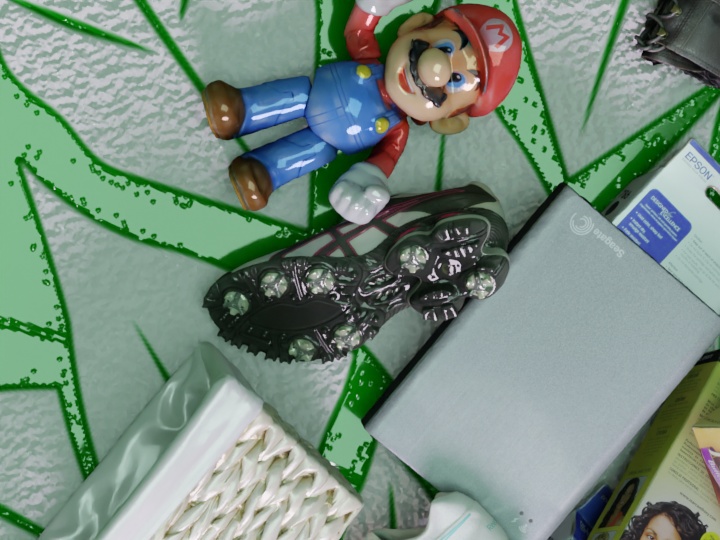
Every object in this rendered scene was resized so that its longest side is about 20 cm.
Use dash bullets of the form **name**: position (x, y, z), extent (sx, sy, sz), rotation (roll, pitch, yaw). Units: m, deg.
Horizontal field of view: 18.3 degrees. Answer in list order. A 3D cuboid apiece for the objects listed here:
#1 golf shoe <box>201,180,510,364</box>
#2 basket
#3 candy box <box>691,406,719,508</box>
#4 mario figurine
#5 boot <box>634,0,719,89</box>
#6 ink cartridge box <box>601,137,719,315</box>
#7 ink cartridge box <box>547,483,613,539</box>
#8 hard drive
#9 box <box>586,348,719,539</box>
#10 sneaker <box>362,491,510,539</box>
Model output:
- **golf shoe**: position (0.000, 0.000, 1.413), extent (0.199, 0.088, 0.077), rotation (-14, 120, 14)
- **basket**: position (-0.106, 0.164, 1.377), extent (0.123, 0.136, 0.200), rotation (39, 89, -14)
- **candy box**: position (0.311, 0.108, 1.441), extent (0.200, 0.056, 0.117), rotation (-28, 103, -35)
- **mario figurine**: position (0.005, -0.111, 1.378), extent (0.199, 0.106, 0.124), rotation (-22, 129, 0)
- **boot**: position (0.224, -0.211, 1.427), extent (0.200, 0.069, 0.175), rotation (31, 90, -14)
- **ink cartridge box**: position (0.176, 0.017, 1.459), extent (0.200, 0.039, 0.099), rotation (-45, 101, -1)
- **ink cartridge box**: position (0.122, 0.243, 1.467), extent (0.200, 0.039, 0.099), rotation (-44, 101, -4)
- **hard drive**: position (0.116, 0.064, 1.418), extent (0.139, 0.033, 0.200), rotation (39, 93, -11)
- **box**: position (0.205, 0.152, 1.441), extent (0.075, 0.050, 0.200), rotation (36, 69, -12)
- **sneaker**: position (0.010, 0.210, 1.422), extent (0.200, 0.070, 0.080), rotation (-36, 94, 15)
